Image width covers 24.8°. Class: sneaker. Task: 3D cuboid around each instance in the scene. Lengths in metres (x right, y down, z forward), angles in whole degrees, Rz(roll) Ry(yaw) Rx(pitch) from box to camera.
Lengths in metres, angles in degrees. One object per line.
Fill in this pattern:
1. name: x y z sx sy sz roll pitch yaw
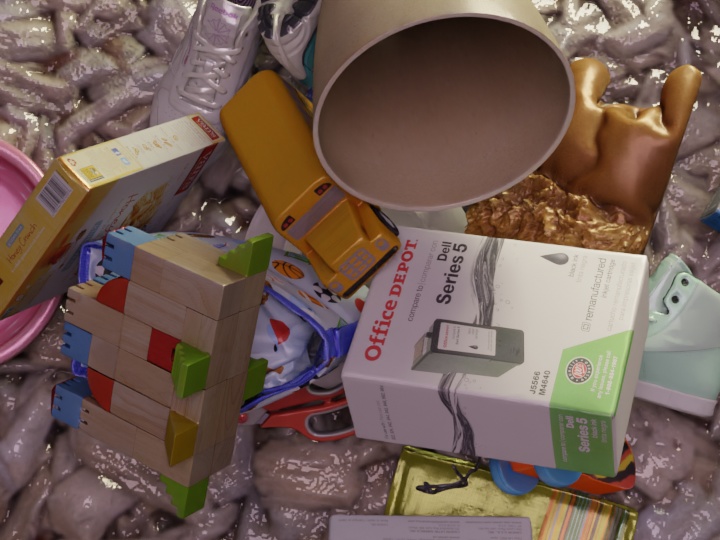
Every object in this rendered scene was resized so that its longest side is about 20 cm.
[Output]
1. sneaker: 0.202 0.036 1.305 0.200 0.074 0.119 16 89 -15
2. sneaker: -0.026 -0.234 1.326 0.077 0.080 0.201 0 53 33
3. sneaker: -0.124 -0.174 1.323 0.075 0.100 0.201 20 85 4

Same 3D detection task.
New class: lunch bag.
1. lunch bag: -0.093 0.040 1.240 0.199 0.170 0.124 7 99 14

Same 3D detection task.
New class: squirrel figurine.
1. squirrel figurine: 0.146 -0.079 1.287 0.186 0.142 0.201 19 68 9

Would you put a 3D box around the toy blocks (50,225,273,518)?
1. toy blocks: -0.145 0.049 1.129 0.136 0.100 0.201 23 114 26

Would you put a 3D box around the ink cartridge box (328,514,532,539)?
1. ink cartridge box: 0.050 0.276 1.236 0.162 0.057 0.201 1 51 3

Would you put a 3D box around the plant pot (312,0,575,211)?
1. plant pot: 0.045 -0.180 1.200 0.186 0.188 0.201 -10 50 -1

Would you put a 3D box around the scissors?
1. scissors: -0.083 0.123 1.331 0.199 0.014 0.073 -20 101 4

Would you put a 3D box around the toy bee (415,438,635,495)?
1. toy bee: 0.135 0.117 1.266 0.130 0.200 0.109 -11 75 30

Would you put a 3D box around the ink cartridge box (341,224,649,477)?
1. ink cartridge box: 0.101 0.056 1.198 0.199 0.084 0.146 7 53 16

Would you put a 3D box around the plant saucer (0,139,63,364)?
1. plant saucer: -0.331 -0.013 1.329 0.199 0.051 0.202 0 84 1

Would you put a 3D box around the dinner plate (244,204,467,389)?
1. dinner plate: 0.000 0.000 1.343 0.199 0.024 0.201 0 83 1

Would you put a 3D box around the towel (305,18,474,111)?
1. towel: 0.025 -0.168 1.322 0.144 0.024 0.201 18 83 43

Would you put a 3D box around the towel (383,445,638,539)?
1. towel: 0.119 0.208 1.323 0.199 0.018 0.086 15 83 2

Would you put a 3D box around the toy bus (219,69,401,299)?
1. toy bus: -0.040 -0.068 1.252 0.065 0.078 0.200 -42 41 11

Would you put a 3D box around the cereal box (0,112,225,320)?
1. cereal box: -0.196 -0.043 1.237 0.040 0.200 0.144 44 118 9

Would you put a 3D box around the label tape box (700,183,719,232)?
1. label tape box: 0.391 -0.092 1.334 0.143 0.066 0.200 31 86 3
